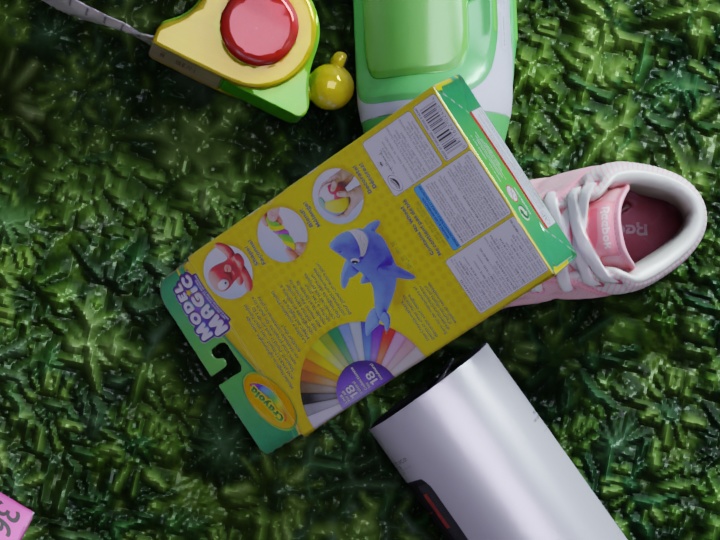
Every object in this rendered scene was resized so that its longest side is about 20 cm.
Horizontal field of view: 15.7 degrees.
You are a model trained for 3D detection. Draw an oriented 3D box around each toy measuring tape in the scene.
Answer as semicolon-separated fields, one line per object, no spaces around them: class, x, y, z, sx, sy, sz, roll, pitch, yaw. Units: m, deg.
toy measuring tape;-0.091;-0.144;1.398;0.199;0.074;0.074;26;81;-6

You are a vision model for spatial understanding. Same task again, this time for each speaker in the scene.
speaker;0.092;0.139;1.389;0.081;0.081;0.200;-35;91;-11
speaker;0.038;-0.164;1.411;0.088;0.088;0.201;-1;84;-9

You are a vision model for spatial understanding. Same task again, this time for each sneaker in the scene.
sneaker;0.091;-0.017;1.395;0.199;0.105;0.076;-8;87;-9

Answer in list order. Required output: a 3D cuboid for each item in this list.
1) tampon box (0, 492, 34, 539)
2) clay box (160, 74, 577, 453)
tampon box;-0.288;0.151;1.273;0.199;0.126;0.150;29;36;-5
clay box;0.000;0.000;1.370;0.200;0.048;0.115;-33;90;26
